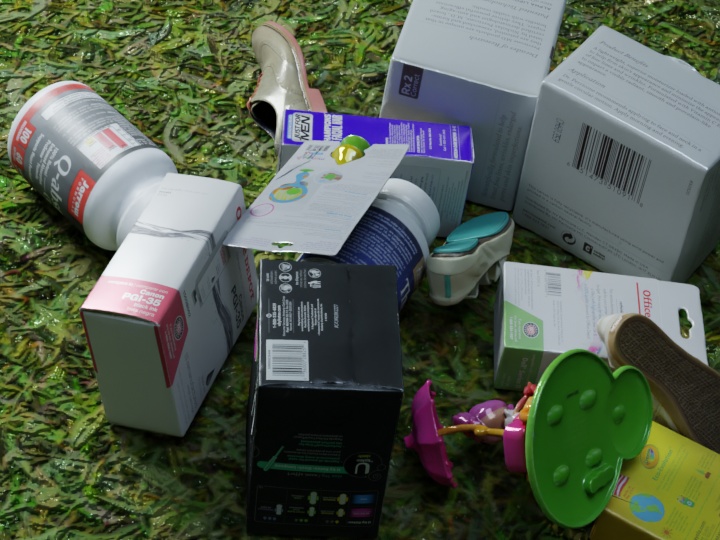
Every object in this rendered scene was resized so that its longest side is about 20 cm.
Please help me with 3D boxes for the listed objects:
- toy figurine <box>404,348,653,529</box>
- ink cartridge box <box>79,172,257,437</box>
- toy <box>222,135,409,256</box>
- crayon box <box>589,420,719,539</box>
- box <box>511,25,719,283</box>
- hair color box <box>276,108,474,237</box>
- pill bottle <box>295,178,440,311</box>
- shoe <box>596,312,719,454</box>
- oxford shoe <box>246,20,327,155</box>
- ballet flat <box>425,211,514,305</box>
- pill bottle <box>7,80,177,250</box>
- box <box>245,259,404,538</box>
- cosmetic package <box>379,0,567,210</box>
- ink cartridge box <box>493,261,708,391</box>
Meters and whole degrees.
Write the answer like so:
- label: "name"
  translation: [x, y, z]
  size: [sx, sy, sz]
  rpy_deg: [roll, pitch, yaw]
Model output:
- label: "toy figurine"
  translation: [0.134, 0.136, 1.458]
  size: [0.183, 0.152, 0.199]
  rpy_deg: [0, 13, 41]
- label: "ink cartridge box"
  translation: [-0.170, 0.028, 1.508]
  size: [0.082, 0.148, 0.201]
  rpy_deg: [9, 43, 17]
- label: "toy"
  translation: [-0.036, -0.059, 1.549]
  size: [0.114, 0.048, 0.201]
  rpy_deg: [5, 38, 22]
- label: "crayon box"
  translation: [0.294, 0.217, 1.471]
  size: [0.199, 0.051, 0.127]
  rpy_deg: [27, 47, 17]
- label: "box"
  translation: [0.281, -0.108, 1.688]
  size: [0.198, 0.201, 0.131]
  rpy_deg: [32, 51, 22]
- label: "hair color box"
  translation: [0.012, -0.100, 1.701]
  size: [0.197, 0.110, 0.065]
  rpy_deg: [4, 44, -6]
- label: "pill bottle"
  translation: [0.000, 0.000, 1.597]
  size: [0.110, 0.112, 0.200]
  rpy_deg: [24, 47, 15]
- label: "shoe"
  translation: [0.293, 0.109, 1.527]
  size: [0.200, 0.053, 0.070]
  rpy_deg: [46, 74, -18]
- label: "oxford shoe"
  translation: [-0.095, -0.205, 1.818]
  size: [0.074, 0.071, 0.201]
  rpy_deg: [-14, 48, -14]
- label: "ballet flat"
  translation: [0.112, -0.009, 1.650]
  size: [0.069, 0.070, 0.200]
  rpy_deg: [24, 21, 15]
- label: "pill bottle"
  translation: [-0.255, -0.093, 1.645]
  size: [0.115, 0.117, 0.200]
  rpy_deg: [-30, 56, -33]
- label: "box"
  translation: [-0.035, 0.113, 1.414]
  size: [0.123, 0.201, 0.150]
  rpy_deg: [3, 45, -5]
- label: "cosmetic package"
  translation: [0.119, -0.204, 1.782]
  size: [0.163, 0.166, 0.201]
  rpy_deg: [14, 46, 5]
- label: "ink cartridge box"
  translation: [0.232, 0.064, 1.602]
  size: [0.197, 0.068, 0.118]
  rpy_deg: [7, 46, -1]
